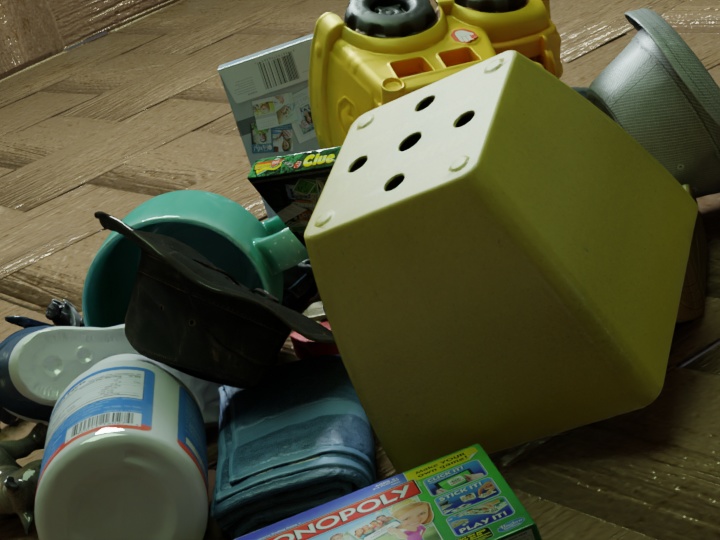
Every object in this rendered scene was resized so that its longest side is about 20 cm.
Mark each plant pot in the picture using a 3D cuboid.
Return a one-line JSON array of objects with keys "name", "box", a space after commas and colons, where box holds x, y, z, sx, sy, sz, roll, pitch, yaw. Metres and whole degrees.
[{"name": "plant pot", "box": [0.078, -0.019, 1.211, 0.199, 0.177, 0.201, -20, 30, 32]}]

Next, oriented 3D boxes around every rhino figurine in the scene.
[{"name": "rhino figurine", "box": [-0.266, 0.153, 1.391, 0.087, 0.060, 0.199, -28, 20, -37]}]

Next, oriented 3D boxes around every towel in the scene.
[{"name": "towel", "box": [-0.045, 0.115, 1.285, 0.111, 0.049, 0.200, -17, 17, 4]}]

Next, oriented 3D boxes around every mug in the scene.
[{"name": "mug", "box": [-0.122, 0.014, 1.511, 0.183, 0.154, 0.115, 5, 18, 3]}]

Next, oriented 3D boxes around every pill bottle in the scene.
[{"name": "pill bottle", "box": [-0.157, 0.126, 1.265, 0.111, 0.113, 0.200, -19, 16, 1]}]

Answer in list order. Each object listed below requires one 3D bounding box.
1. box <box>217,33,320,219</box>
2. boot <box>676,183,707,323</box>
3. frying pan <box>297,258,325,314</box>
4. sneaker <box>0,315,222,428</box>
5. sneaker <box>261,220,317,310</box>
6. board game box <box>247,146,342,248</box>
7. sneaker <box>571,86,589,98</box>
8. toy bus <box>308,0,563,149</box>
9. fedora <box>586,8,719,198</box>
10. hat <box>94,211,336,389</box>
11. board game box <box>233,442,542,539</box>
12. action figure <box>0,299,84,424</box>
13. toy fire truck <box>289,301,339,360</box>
[{"name": "box", "box": [-0.022, -0.109, 1.667, 0.154, 0.202, 0.041, -19, 11, 2]}, {"name": "boot", "box": [0.167, 0.001, 1.356, 0.154, 0.073, 0.200, -13, 17, 17]}, {"name": "frying pan", "box": [0.016, -0.006, 1.451, 0.114, 0.031, 0.190, -20, 21, -5]}, {"name": "sneaker", "box": [-0.188, 0.082, 1.445, 0.198, 0.082, 0.146, 5, -9, -22]}, {"name": "sneaker", "box": [-0.045, -0.011, 1.613, 0.198, 0.079, 0.070, -20, -20, -3]}, {"name": "board game box", "box": [0.024, -0.052, 1.363, 0.198, 0.105, 0.024, -6, 46, 36]}, {"name": "sneaker", "box": [0.144, -0.095, 1.560, 0.198, 0.074, 0.082, -18, 30, -20]}, {"name": "toy bus", "box": [0.083, -0.126, 1.420, 0.198, 0.137, 0.192, -14, 34, -20]}, {"name": "fedora", "box": [0.241, -0.108, 1.461, 0.090, 0.200, 0.178, -38, 59, 7]}, {"name": "hat", "box": [-0.112, 0.036, 1.324, 0.081, 0.199, 0.200, -63, 22, 2]}, {"name": "board game box", "box": [-0.002, 0.171, 1.105, 0.198, 0.029, 0.135, -21, 19, -5]}, {"name": "action figure", "box": [-0.235, 0.058, 1.628, 0.129, 0.070, 0.200, -11, 16, 40]}, {"name": "toy fire truck", "box": [0.004, 0.030, 1.482, 0.140, 0.049, 0.200, -22, 18, -7]}]
